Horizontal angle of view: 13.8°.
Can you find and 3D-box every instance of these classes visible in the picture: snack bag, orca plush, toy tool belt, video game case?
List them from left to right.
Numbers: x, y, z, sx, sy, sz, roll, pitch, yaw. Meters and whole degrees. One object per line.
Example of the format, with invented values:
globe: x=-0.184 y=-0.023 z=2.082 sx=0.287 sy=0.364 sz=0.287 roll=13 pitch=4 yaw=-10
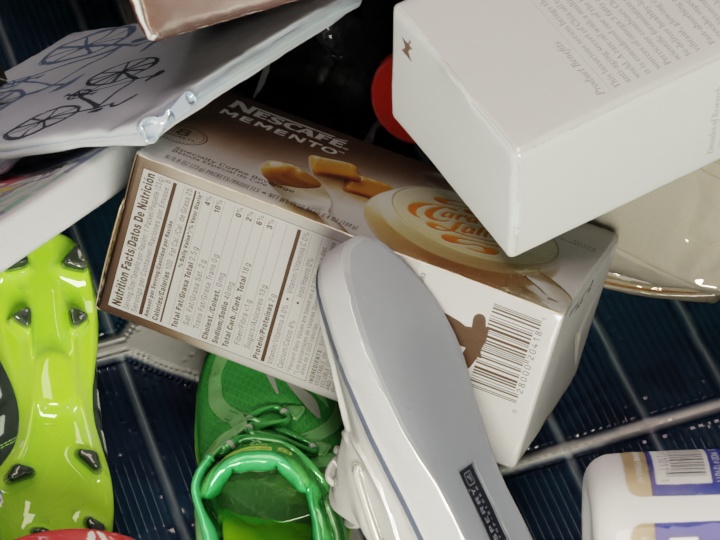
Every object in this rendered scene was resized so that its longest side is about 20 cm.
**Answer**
video game case: x=-0.202 y=-0.010 z=1.313 sx=0.182 sy=0.023 sz=0.200 roll=-15 pitch=13 yaw=27
snack bag: x=-0.116 y=-0.084 z=1.393 sx=0.200 sy=0.021 sz=0.188 roll=-6 pitch=20 yaw=37
orca plush: x=-0.030 y=-0.099 z=1.458 sx=0.105 sy=0.071 sz=0.200 roll=31 pitch=57 yaw=27
toy tool belt: x=0.114 y=-0.062 z=1.407 sx=0.200 sy=0.125 sz=0.123 roll=24 pitch=22 yaw=18

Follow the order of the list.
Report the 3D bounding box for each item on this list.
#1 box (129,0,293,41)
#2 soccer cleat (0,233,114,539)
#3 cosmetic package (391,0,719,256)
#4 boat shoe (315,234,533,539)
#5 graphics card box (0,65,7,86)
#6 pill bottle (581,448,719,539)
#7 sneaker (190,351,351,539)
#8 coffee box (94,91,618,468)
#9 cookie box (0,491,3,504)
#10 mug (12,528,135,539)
box: x=-0.015 y=-0.211 z=1.334 sx=0.199 sy=0.165 sz=0.166 roll=-15 pitch=7 yaw=6
soccer cleat: x=-0.145 y=0.081 z=1.312 sx=0.067 sy=0.081 sz=0.201 roll=6 pitch=68 yaw=-14
cosmetic package: x=0.123 y=-0.097 z=1.292 sx=0.200 sy=0.071 sz=0.102 roll=-24 pitch=55 yaw=-19
boat shoe: x=0.017 y=0.087 z=1.234 sx=0.074 sy=0.065 sz=0.201 roll=-12 pitch=79 yaw=-58
graphics card box: x=-0.271 y=-0.089 z=1.423 sx=0.125 sy=0.051 sz=0.200 roll=-36 pitch=27 yaw=-27
pill bottle: x=0.192 y=0.128 z=1.214 sx=0.199 sy=0.116 sz=0.116 roll=-2 pitch=48 yaw=1
sneaker: x=-0.035 y=0.093 z=1.277 sx=0.074 sy=0.084 sz=0.200 roll=-6 pitch=45 yaw=-3
coffee box: x=0.000 y=0.000 z=1.321 sx=0.199 sy=0.080 sz=0.114 roll=21 pitch=22 yaw=11
cookie box: x=-0.261 y=0.093 z=1.223 sx=0.200 sy=0.075 sz=0.171 roll=-28 pitch=14 yaw=-10
mug: x=-0.122 y=0.206 z=1.145 sx=0.177 sy=0.134 sz=0.200 roll=5 pitch=41 yaw=-22
